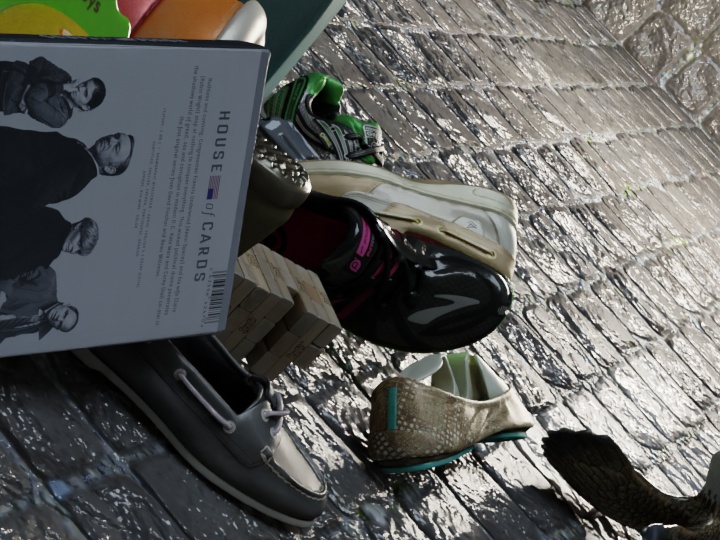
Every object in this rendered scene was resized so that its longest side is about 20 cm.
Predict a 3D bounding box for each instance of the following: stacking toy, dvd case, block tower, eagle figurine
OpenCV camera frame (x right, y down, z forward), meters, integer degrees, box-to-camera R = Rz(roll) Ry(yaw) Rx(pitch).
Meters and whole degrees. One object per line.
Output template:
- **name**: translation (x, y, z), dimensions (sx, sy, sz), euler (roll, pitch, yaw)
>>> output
- **stacking toy**: translation (-0.170, -0.143, 1.295), dimensions (0.200, 0.146, 0.146), euler (33, 18, -2)
- **dvd case**: translation (-0.128, -0.035, 1.020), dimensions (0.025, 0.151, 0.200), euler (21, 16, 37)
- **block tower**: translation (-0.101, -0.002, 1.230), dimensions (0.200, 0.054, 0.058), euler (30, 22, -38)
- **eagle figurine**: translation (0.223, 0.178, 1.504), dimensions (0.200, 0.151, 0.152), euler (-2, -2, -29)

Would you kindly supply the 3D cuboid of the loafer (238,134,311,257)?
- **loafer**: translation (-0.117, -0.073, 1.163), dimensions (0.200, 0.067, 0.076), euler (36, 8, 29)

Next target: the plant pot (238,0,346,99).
- **plant pot**: translation (-0.066, -0.235, 1.604), dimensions (0.141, 0.200, 0.141), euler (45, 17, -3)

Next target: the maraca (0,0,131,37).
- **maraca**: translation (-0.167, -0.080, 1.068), dimensions (0.107, 0.200, 0.137), euler (11, -17, 26)

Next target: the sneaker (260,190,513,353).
- **sneaker**: translation (0.000, 0.000, 1.341), dimensions (0.200, 0.077, 0.084), euler (16, -9, -10)

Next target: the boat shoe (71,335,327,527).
- **boat shoe**: translation (-0.083, 0.056, 1.132), dimensions (0.200, 0.057, 0.067), euler (41, 17, -12)

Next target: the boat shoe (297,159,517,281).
- **boat shoe**: translation (0.009, -0.022, 1.419), dimensions (0.200, 0.074, 0.069), euler (4, 55, -12)

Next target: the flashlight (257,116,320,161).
- **flashlight**: translation (-0.104, -0.132, 1.495), dimensions (0.200, 0.068, 0.068), euler (48, 31, 19)

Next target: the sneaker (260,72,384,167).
- **sneaker**: translation (-0.016, -0.060, 1.509), dimensions (0.078, 0.085, 0.200), euler (21, 32, -53)

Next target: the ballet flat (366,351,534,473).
- **ballet flat**: translation (0.060, 0.084, 1.367), dimensions (0.200, 0.070, 0.065), euler (-5, 89, -70)
